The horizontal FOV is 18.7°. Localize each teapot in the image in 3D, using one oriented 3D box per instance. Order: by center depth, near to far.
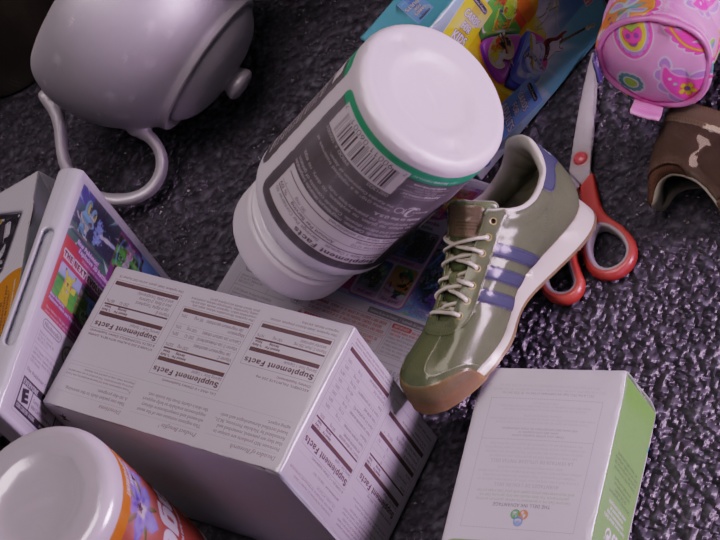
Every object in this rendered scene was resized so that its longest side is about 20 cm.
[{"bbox_3d":[-0.151,-0.177,1.683,0.146,0.200,0.198,36,49,2],"label":"teapot"}]

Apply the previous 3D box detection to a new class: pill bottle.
[{"bbox_3d":[-0.161,0.191,1.417,0.111,0.200,0.113,-13,56,19],"label":"pill bottle"},{"bbox_3d":[-0.001,-0.067,1.470,0.200,0.112,0.114,-43,38,48],"label":"pill bottle"}]

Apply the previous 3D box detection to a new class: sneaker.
[{"bbox_3d":[0.278,-0.052,1.439,0.199,0.070,0.076,20,88,41],"label":"sneaker"},{"bbox_3d":[0.075,-0.006,1.444,0.067,0.090,0.200,6,47,47],"label":"sneaker"}]

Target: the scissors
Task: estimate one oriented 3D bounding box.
[{"bbox_3d":[0.148,-0.066,1.538,0.073,0.014,0.201,-19,55,19],"label":"scissors"}]

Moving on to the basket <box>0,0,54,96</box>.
[{"bbox_3d":[-0.334,-0.243,1.783,0.135,0.200,0.181,12,68,32],"label":"basket"}]

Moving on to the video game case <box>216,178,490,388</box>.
[{"bbox_3d":[0.000,0.000,1.569,0.199,0.024,0.183,19,70,36],"label":"video game case"}]

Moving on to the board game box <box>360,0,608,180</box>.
[{"bbox_3d":[0.106,-0.186,1.547,0.047,0.151,0.200,33,79,38],"label":"board game box"}]

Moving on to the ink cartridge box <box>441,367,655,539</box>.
[{"bbox_3d":[0.112,0.162,1.382,0.103,0.059,0.201,0,60,30],"label":"ink cartridge box"}]

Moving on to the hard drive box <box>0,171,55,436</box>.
[{"bbox_3d":[-0.279,0.041,1.614,0.199,0.077,0.157,-26,48,39],"label":"hard drive box"}]

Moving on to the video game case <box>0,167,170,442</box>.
[{"bbox_3d":[-0.185,0.058,1.513,0.023,0.200,0.183,4,62,24],"label":"video game case"}]

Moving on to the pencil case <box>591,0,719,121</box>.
[{"bbox_3d":[0.218,-0.193,1.506,0.087,0.088,0.201,-4,40,25],"label":"pencil case"}]

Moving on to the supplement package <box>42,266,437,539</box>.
[{"bbox_3d":[-0.078,0.101,1.459,0.199,0.156,0.111,14,65,33],"label":"supplement package"}]
